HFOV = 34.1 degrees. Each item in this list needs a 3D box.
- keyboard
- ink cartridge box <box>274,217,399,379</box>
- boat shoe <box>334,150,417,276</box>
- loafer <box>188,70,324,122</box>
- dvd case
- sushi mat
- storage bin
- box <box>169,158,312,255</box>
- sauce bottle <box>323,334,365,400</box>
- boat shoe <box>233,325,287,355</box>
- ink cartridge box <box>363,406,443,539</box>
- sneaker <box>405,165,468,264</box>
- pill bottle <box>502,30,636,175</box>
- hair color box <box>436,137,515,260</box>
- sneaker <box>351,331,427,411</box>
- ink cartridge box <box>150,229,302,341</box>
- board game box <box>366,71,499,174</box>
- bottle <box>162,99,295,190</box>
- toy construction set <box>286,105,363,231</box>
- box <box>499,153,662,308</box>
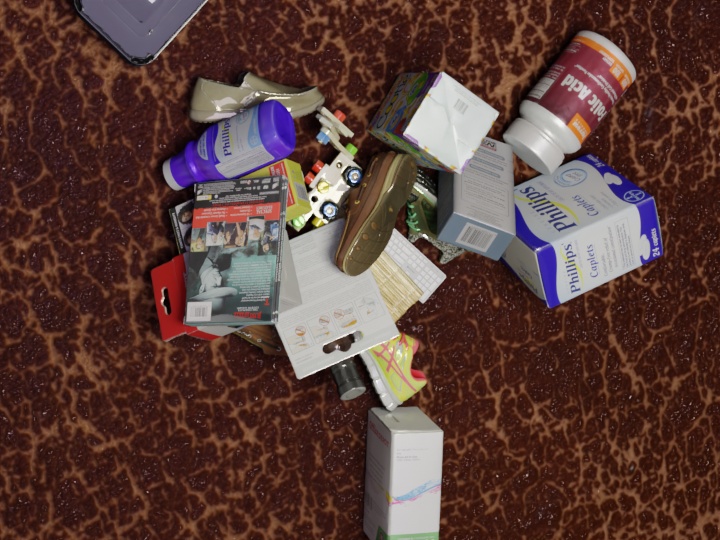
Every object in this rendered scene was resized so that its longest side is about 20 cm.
[{"bbox_3d":[0.043,-0.034,1.788,0.200,0.011,0.056,42,87,-15],"label":"keyboard"},{"bbox_3d":[-0.053,0.042,1.672,0.161,0.050,0.201,-23,71,-7],"label":"ink cartridge box"},{"bbox_3d":[0.012,-0.083,1.671,0.201,0.067,0.072,-63,147,-19],"label":"boat shoe"},{"bbox_3d":[-0.149,-0.251,1.676,0.198,0.076,0.069,-7,105,-12],"label":"loafer"},{"bbox_3d":[-0.169,-0.026,1.593,0.145,0.022,0.202,-3,75,27],"label":"dvd case"},{"bbox_3d":[0.000,0.000,1.777,0.096,0.012,0.200,-43,105,3],"label":"sushi mat"},{"bbox_3d":[-0.287,-0.393,1.614,0.135,0.094,0.200,43,86,-16],"label":"storage bin"},{"bbox_3d":[-0.170,-0.085,1.651,0.198,0.050,0.076,-20,77,20],"label":"box"},{"bbox_3d":[-0.047,0.092,1.706,0.064,0.065,0.202,-17,65,-11],"label":"sauce bottle"},{"bbox_3d":[-0.121,0.090,1.742,0.199,0.072,0.068,33,119,-23],"label":"boat shoe"},{"bbox_3d":[0.063,0.320,1.773,0.086,0.145,0.202,-2,98,-14],"label":"ink cartridge box"},{"bbox_3d":[0.095,-0.081,1.765,0.088,0.077,0.200,-40,109,15],"label":"sneaker"},{"bbox_3d":[0.313,-0.251,1.770,0.114,0.114,0.201,40,87,-16],"label":"pill bottle"},{"bbox_3d":[0.168,-0.116,1.713,0.098,0.201,0.061,19,134,-13],"label":"hair color box"},{"bbox_3d":[0.039,0.110,1.769,0.090,0.078,0.201,-24,115,3],"label":"sneaker"},{"bbox_3d":[-0.190,0.022,1.644,0.198,0.067,0.117,-21,70,22],"label":"ink cartridge box"},{"bbox_3d":[0.098,-0.213,1.677,0.104,0.200,0.104,32,90,-17],"label":"board game box"},{"bbox_3d":[-0.186,-0.168,1.641,0.198,0.084,0.065,-20,148,25],"label":"bottle"},{"bbox_3d":[-0.072,-0.139,1.703,0.131,0.092,0.200,38,100,-8],"label":"toy construction set"},{"bbox_3d":[0.314,-0.064,1.752,0.198,0.184,0.106,-25,122,-9],"label":"box"}]
